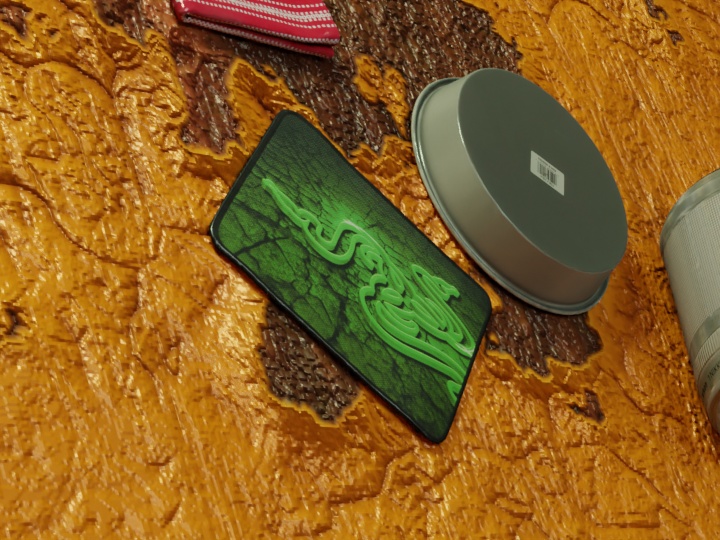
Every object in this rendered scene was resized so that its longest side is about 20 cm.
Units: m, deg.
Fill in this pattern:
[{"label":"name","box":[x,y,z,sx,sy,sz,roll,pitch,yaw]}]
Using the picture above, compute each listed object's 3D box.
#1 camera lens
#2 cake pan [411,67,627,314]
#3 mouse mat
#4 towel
[{"label":"camera lens","box":[0.315,0.026,1.363,0.159,0.160,0.201,21,46,-36]},{"label":"cake pan","box":[0.121,-0.064,1.328,0.200,0.037,0.201,29,41,-30]},{"label":"mouse mat","box":[0.000,0.000,1.163,0.200,0.008,0.161,44,36,-14]},{"label":"towel","box":[-0.093,-0.241,1.255,0.144,0.022,0.201,8,54,-44]}]
